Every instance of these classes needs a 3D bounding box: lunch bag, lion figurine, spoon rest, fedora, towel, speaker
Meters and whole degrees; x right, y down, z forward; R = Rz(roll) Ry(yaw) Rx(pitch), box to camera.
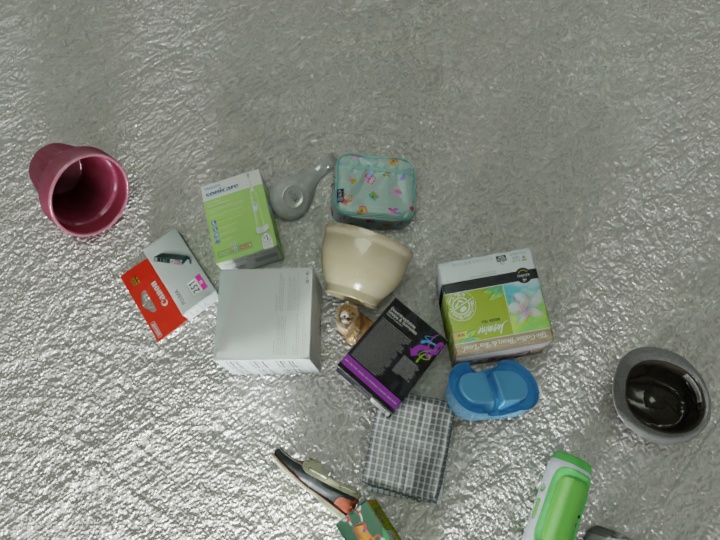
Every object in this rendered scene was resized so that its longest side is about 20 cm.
[{"bbox_3d":[0.027,-0.183,1.396,0.195,0.077,0.164,5,75,-9],"label":"lunch bag"},{"bbox_3d":[0.042,0.136,1.315,0.195,0.073,0.125,6,60,-8],"label":"lion figurine"},{"bbox_3d":[-0.127,-0.203,1.447,0.199,0.061,0.100,-42,103,-7],"label":"spoon rest"},{"bbox_3d":[0.572,0.248,1.204,0.195,0.091,0.181,11,73,2],"label":"fedora"},{"bbox_3d":[0.097,0.347,1.217,0.162,0.086,0.204,10,72,10],"label":"towel"},{"bbox_3d":[0.368,0.450,1.155,0.087,0.089,0.203,22,74,13],"label":"speaker"}]

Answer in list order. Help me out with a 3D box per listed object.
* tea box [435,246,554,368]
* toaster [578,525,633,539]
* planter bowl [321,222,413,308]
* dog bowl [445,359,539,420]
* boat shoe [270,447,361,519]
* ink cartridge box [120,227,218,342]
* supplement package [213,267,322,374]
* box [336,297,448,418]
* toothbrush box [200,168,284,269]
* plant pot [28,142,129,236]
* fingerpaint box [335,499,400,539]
[{"bbox_3d":[0.268,0.080,1.270,0.195,0.134,0.201,-11,70,1],"label":"tea box"},{"bbox_3d":[0.481,0.545,1.086,0.198,0.130,0.114,34,77,15],"label":"toaster"},{"bbox_3d":[0.000,0.000,1.300,0.196,0.200,0.138,16,82,11],"label":"planter bowl"},{"bbox_3d":[0.257,0.241,1.221,0.195,0.050,0.113,0,51,-19],"label":"dog bowl"},{"bbox_3d":[-0.090,0.411,1.220,0.198,0.071,0.063,34,70,14],"label":"boat shoe"},{"bbox_3d":[-0.441,0.030,1.404,0.172,0.044,0.201,-35,71,-9],"label":"ink cartridge box"},{"bbox_3d":[-0.187,0.110,1.295,0.195,0.148,0.196,-1,70,5],"label":"supplement package"},{"bbox_3d":[0.065,0.171,1.239,0.142,0.036,0.200,39,65,11],"label":"box"},{"bbox_3d":[-0.270,-0.110,1.414,0.143,0.086,0.204,-17,70,-1],"label":"toothbrush box"},{"bbox_3d":[-0.674,-0.207,1.443,0.177,0.201,0.201,30,75,32],"label":"plant pot"},{"bbox_3d":[0.038,0.505,1.105,0.073,0.201,0.168,-34,71,-7],"label":"fingerpaint box"}]
